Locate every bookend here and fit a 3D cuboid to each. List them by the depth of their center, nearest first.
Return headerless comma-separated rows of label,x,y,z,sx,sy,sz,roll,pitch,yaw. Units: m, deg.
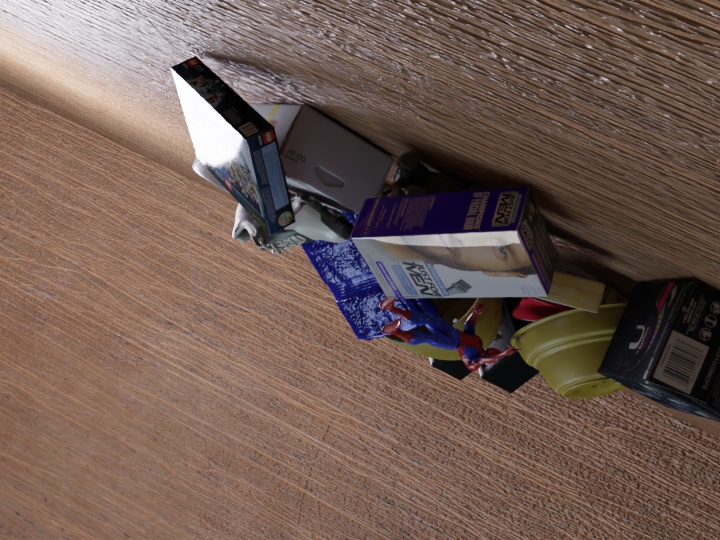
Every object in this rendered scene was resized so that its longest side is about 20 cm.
bookend,0.185,0.113,1.673,0.091,0.200,0.201,27,-146,-36

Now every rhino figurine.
rhino figurine,0.123,-0.068,1.220,0.198,0.061,0.087,25,173,-3

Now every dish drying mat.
dish drying mat,0.248,0.053,1.427,0.076,0.019,0.200,11,173,3

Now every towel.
towel,0.000,0.000,1.446,0.146,0.050,0.202,-20,108,39

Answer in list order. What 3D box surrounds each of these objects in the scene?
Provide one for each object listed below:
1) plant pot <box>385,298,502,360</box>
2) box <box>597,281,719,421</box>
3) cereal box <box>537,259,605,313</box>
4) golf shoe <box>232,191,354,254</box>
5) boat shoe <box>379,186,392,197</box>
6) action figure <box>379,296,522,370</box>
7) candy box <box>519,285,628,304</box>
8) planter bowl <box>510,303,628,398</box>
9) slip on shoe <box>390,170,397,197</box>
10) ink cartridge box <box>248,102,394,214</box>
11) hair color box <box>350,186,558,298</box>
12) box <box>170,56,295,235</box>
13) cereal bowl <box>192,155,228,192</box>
plant pot,0.128,0.050,1.565,0.199,0.201,0.142,23,164,44
box,0.362,0.089,1.220,0.105,0.124,0.200,25,176,-1
cereal box,0.209,0.004,1.316,0.142,0.040,0.200,14,-172,0
golf shoe,-0.084,-0.055,1.349,0.199,0.089,0.077,21,175,45
boat shoe,0.046,-0.090,1.550,0.199,0.071,0.070,29,152,36
action figure,0.129,0.075,1.391,0.198,0.066,0.098,26,137,-36
candy box,0.305,0.042,1.544,0.115,0.056,0.199,29,175,-39
planter bowl,0.299,0.115,1.391,0.197,0.085,0.201,-7,159,-3
slip on shoe,0.125,-0.061,1.303,0.198,0.062,0.074,25,174,1
ink cartridge box,-0.068,-0.142,1.351,0.144,0.084,0.199,27,177,-27
hair color box,0.101,-0.026,1.157,0.197,0.065,0.110,-3,139,30
box,-0.151,-0.150,1.267,0.200,0.037,0.138,45,155,42
cereal bowl,-0.167,-0.161,1.742,0.198,0.084,0.200,27,-173,-4
